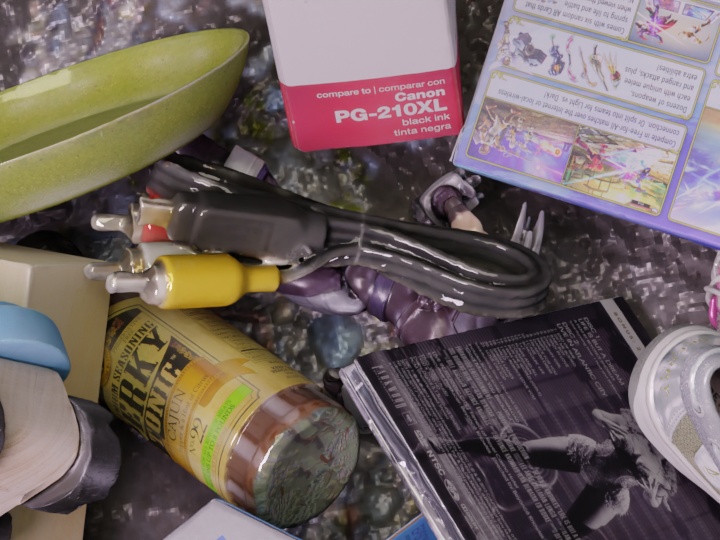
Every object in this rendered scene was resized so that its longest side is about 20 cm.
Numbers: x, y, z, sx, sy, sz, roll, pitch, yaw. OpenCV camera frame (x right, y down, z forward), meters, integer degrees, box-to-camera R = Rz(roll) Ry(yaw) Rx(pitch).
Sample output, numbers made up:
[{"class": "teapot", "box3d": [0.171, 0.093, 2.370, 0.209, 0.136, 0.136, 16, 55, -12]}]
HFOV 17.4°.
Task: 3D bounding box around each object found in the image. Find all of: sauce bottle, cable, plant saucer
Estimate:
[{"class": "sauce bottle", "box3d": [-0.087, 0.042, 1.047, 0.200, 0.065, 0.065, 31, 77, 38]}, {"class": "cable", "box3d": [-0.021, -0.007, 1.026, 0.199, 0.097, 0.050, 9, 115, -17]}, {"class": "plant saucer", "box3d": [-0.139, -0.059, 1.060, 0.199, 0.200, 0.031, -20, 104, -1]}]

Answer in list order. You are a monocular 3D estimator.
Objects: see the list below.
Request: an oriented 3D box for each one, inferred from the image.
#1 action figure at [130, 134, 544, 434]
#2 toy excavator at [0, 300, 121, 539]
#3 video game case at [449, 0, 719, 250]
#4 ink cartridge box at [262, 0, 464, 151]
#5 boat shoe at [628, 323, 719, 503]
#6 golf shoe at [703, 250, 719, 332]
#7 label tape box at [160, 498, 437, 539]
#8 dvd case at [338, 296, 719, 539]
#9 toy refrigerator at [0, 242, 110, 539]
[{"class": "action figure", "box3d": [0.000, 0.000, 1.078, 0.199, 0.069, 0.130, 24, 69, 8]}, {"class": "toy excavator", "box3d": [-0.215, 0.035, 0.967, 0.194, 0.100, 0.200, -33, 63, 23]}, {"class": "video game case", "box3d": [0.159, -0.103, 1.027, 0.200, 0.045, 0.182, 19, 92, 27]}, {"class": "ink cartridge box", "box3d": [-0.005, -0.175, 1.040, 0.084, 0.200, 0.145, -5, 50, 4]}, {"class": "boat shoe", "box3d": [0.200, 0.099, 0.992, 0.202, 0.065, 0.074, 43, 82, -14]}, {"class": "golf shoe", "box3d": [0.184, -0.011, 1.058, 0.091, 0.075, 0.200, -29, 71, 0]}, {"class": "label tape box", "box3d": [-0.059, 0.155, 0.992, 0.200, 0.144, 0.063, -38, 71, -7]}, {"class": "dvd case", "box3d": [0.092, 0.086, 0.989, 0.016, 0.200, 0.149, -44, 70, 35]}, {"class": "toy refrigerator", "box3d": [-0.163, 0.090, 1.023, 0.076, 0.070, 0.201, 9, 95, 27]}]
